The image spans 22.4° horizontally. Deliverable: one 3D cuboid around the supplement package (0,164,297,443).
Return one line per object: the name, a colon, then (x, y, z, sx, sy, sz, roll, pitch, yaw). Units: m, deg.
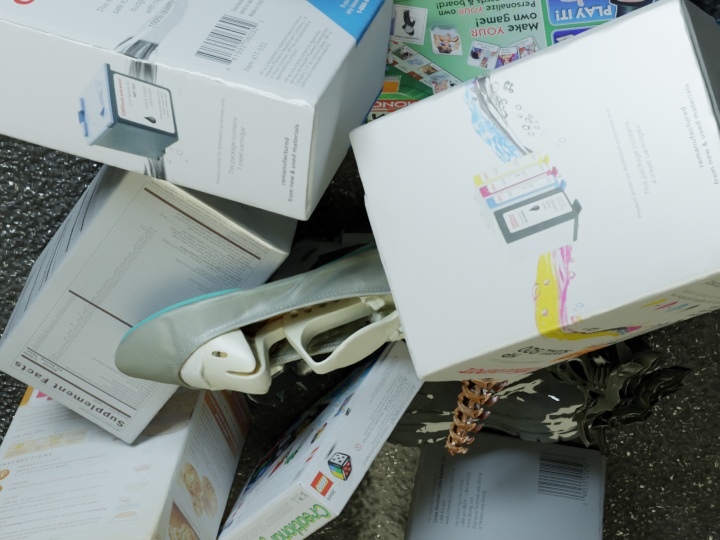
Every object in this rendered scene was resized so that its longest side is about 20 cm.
supplement package: (-0.135, -0.006, 1.169, 0.113, 0.110, 0.200, 32, 124, -15)

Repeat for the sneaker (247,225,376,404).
sneaker: (0.000, 0.000, 1.177, 0.199, 0.089, 0.074, -27, 146, -1)

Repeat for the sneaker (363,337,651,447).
sneaker: (0.093, 0.062, 1.205, 0.199, 0.076, 0.091, -8, 120, 14)

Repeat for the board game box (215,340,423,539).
board game box: (-0.035, 0.131, 1.199, 0.035, 0.126, 0.200, 39, 147, -5)

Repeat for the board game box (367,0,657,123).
board game box: (0.096, -0.130, 1.091, 0.199, 0.029, 0.135, -4, 126, 12)

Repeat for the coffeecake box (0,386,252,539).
coffeecake box: (-0.172, 0.149, 1.232, 0.153, 0.200, 0.073, -12, 122, 18)

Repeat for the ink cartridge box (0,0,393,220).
ink cartridge box: (-0.096, -0.125, 1.035, 0.199, 0.147, 0.086, 15, 130, 12)

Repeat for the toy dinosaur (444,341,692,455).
toy dinosaur: (0.131, 0.037, 1.145, 0.136, 0.102, 0.200, 45, 121, 22)

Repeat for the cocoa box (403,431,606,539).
cocoa box: (0.090, 0.226, 1.242, 0.132, 0.200, 0.132, 9, 127, 2)

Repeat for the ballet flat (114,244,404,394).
ballet flat: (-0.050, 0.039, 1.090, 0.199, 0.064, 0.068, -19, 144, -1)

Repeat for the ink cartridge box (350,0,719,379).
ink cartridge box: (0.125, -0.037, 1.005, 0.199, 0.147, 0.146, -20, 79, 24)
